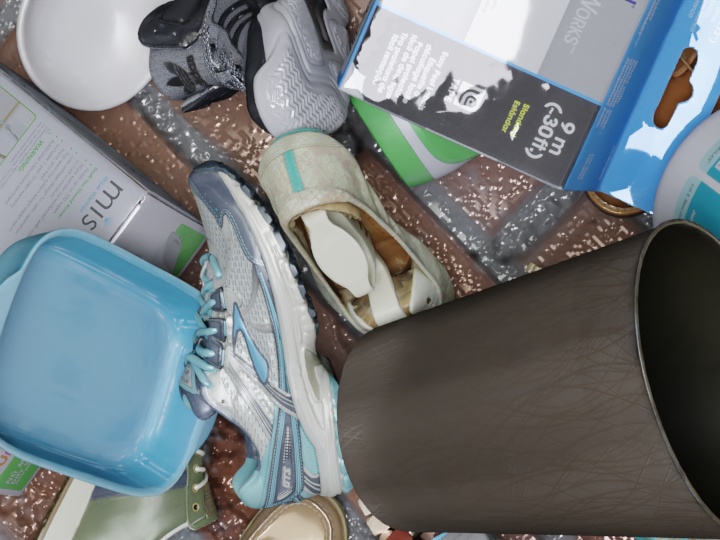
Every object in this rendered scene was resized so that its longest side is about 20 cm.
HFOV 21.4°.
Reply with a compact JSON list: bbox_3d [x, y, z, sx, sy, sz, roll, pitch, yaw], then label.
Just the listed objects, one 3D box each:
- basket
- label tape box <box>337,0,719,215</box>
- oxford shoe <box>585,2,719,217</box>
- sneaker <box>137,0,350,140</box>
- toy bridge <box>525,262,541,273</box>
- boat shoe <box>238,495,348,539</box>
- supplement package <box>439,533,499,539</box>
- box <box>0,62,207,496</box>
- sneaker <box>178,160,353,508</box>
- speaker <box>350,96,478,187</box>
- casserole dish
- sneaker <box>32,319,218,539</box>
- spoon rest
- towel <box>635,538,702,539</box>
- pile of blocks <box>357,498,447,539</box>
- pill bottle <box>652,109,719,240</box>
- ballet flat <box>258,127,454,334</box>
[{"bbox_3d":[0.099,0.071,0.975,0.199,0.181,0.137,-12,41,37],"label":"basket"},{"bbox_3d":[0.105,-0.126,1.020,0.199,0.066,0.144,24,101,-2],"label":"label tape box"},{"bbox_3d":[0.194,-0.118,1.084,0.071,0.071,0.201,38,93,10],"label":"oxford shoe"},{"bbox_3d":[-0.069,-0.117,1.086,0.113,0.201,0.076,-21,119,15],"label":"sneaker"},{"bbox_3d":[0.179,0.051,1.090,0.199,0.027,0.067,34,91,12],"label":"toy bridge"},{"bbox_3d":[-0.066,0.218,1.099,0.071,0.065,0.201,24,89,12],"label":"boat shoe"},{"bbox_3d":[0.038,0.264,1.026,0.200,0.111,0.156,-38,106,5],"label":"supplement package"},{"bbox_3d":[-0.220,-0.003,1.115,0.176,0.097,0.201,37,91,23],"label":"box"},{"bbox_3d":[-0.064,0.040,1.040,0.086,0.078,0.201,-21,100,-5],"label":"sneaker"},{"bbox_3d":[0.091,-0.133,1.096,0.199,0.088,0.089,-34,80,5],"label":"speaker"},{"bbox_3d":[-0.146,0.050,1.022,0.039,0.200,0.122,10,78,34],"label":"casserole dish"},{"bbox_3d":[-0.119,0.117,1.125,0.089,0.067,0.201,29,81,-8],"label":"sneaker"},{"bbox_3d":[-0.137,-0.191,1.146,0.060,0.099,0.201,21,84,56],"label":"spoon rest"},{"bbox_3d":[0.189,0.096,1.059,0.199,0.022,0.147,31,117,12],"label":"towel"},{"bbox_3d":[0.034,0.150,1.089,0.081,0.062,0.202,3,85,10],"label":"pile of blocks"},{"bbox_3d":[0.252,-0.001,0.998,0.111,0.111,0.200,-47,45,3],"label":"pill bottle"},{"bbox_3d":[0.000,0.000,1.044,0.067,0.200,0.063,-27,50,13],"label":"ballet flat"}]
